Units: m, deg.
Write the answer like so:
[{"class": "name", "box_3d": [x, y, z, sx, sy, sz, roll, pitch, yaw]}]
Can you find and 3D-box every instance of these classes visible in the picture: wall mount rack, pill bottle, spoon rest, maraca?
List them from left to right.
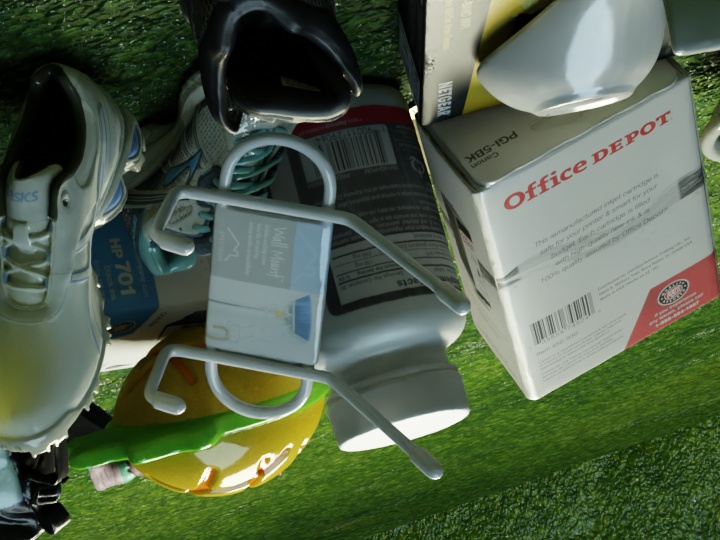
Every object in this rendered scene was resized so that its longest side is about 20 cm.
[{"class": "maraca", "box_3d": [-0.099, 0.090, 1.260, 0.136, 0.108, 0.200, -12, -175, 32]}, {"class": "wall mount rack", "box_3d": [-0.029, 0.030, 1.107, 0.173, 0.075, 0.201, 10, 128, 4]}, {"class": "pill bottle", "box_3d": [0.000, 0.000, 1.214, 0.110, 0.201, 0.111, -14, 167, -3]}, {"class": "spoon rest", "box_3d": [0.124, -0.118, 1.004, 0.099, 0.061, 0.200, -11, 178, -19]}]

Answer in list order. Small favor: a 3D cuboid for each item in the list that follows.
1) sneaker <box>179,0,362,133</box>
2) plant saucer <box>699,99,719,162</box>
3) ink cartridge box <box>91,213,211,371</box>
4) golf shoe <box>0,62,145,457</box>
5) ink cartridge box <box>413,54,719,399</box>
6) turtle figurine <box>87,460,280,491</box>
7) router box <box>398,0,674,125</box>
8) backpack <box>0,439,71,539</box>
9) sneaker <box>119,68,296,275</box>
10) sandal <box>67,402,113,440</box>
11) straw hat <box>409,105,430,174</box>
[{"class": "sneaker", "box_3d": [-0.043, -0.106, 0.943, 0.076, 0.115, 0.199, -14, 168, 0]}, {"class": "plant saucer", "box_3d": [0.320, -0.132, 1.375, 0.199, 0.051, 0.200, -15, 167, -4]}, {"class": "ink cartridge box", "box_3d": [-0.119, 0.002, 1.334, 0.199, 0.086, 0.146, -6, 163, -30]}, {"class": "golf shoe", "box_3d": [-0.168, -0.010, 1.032, 0.078, 0.201, 0.097, 2, 159, 12]}, {"class": "ink cartridge box", "box_3d": [0.129, -0.039, 1.231, 0.146, 0.083, 0.201, -28, 138, -9]}, {"class": "turtle figurine", "box_3d": [-0.148, 0.157, 1.893, 0.199, 0.101, 0.150, -13, 167, 12]}, {"class": "router box", "box_3d": [0.100, -0.148, 1.060, 0.156, 0.053, 0.200, -16, 166, -2]}, {"class": "backpack", "box_3d": [-0.243, 0.045, 1.154, 0.126, 0.167, 0.201, -18, 127, -7]}, {"class": "sneaker", "box_3d": [-0.072, -0.058, 1.144, 0.077, 0.087, 0.200, -6, 163, -35]}, {"class": "sandal", "box_3d": [-0.241, 0.069, 1.295, 0.045, 0.200, 0.075, -59, -171, -33]}, {"class": "straw hat", "box_3d": [0.108, -0.063, 1.331, 0.200, 0.086, 0.201, -15, 166, -4]}]
